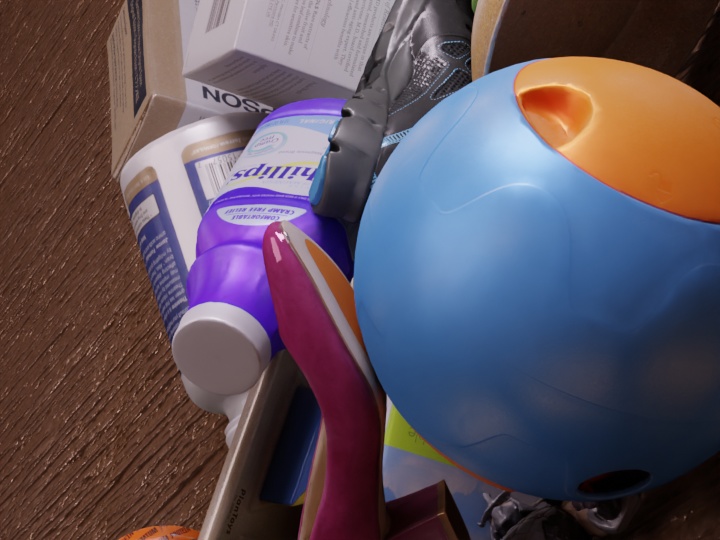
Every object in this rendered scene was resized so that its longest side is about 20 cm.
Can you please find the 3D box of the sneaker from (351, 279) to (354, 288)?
[{"bbox_3d":[0.000,0.000,1.400,0.078,0.099,0.200,-61,5,22],"label":"sneaker"}]

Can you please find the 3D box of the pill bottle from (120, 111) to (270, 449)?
[{"bbox_3d":[-0.064,0.017,1.476,0.111,0.111,0.201,-43,62,54],"label":"pill bottle"}]

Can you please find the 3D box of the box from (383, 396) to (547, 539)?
[{"bbox_3d":[0.046,0.108,1.281,0.048,0.122,0.201,1,74,56],"label":"box"}]

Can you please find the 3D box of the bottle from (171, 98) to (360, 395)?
[{"bbox_3d":[-0.041,-0.014,1.272,0.200,0.083,0.065,-62,-33,-51],"label":"bottle"}]

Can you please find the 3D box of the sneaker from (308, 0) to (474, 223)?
[{"bbox_3d":[0.037,-0.086,1.281,0.073,0.082,0.200,112,180,-49],"label":"sneaker"}]

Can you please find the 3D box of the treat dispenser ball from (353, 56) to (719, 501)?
[{"bbox_3d":[0.097,0.004,1.122,0.201,0.200,0.201,-52,28,43],"label":"treat dispenser ball"}]

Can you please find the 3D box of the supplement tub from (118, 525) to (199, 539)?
[{"bbox_3d":[-0.120,0.263,1.591,0.123,0.122,0.200,-61,22,27],"label":"supplement tub"}]

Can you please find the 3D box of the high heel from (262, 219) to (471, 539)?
[{"bbox_3d":[-0.026,0.075,1.174,0.096,0.200,0.067,-22,25,11],"label":"high heel"}]

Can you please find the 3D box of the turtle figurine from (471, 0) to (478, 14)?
[{"bbox_3d":[0.103,-0.201,1.339,0.200,0.194,0.144,13,126,41],"label":"turtle figurine"}]

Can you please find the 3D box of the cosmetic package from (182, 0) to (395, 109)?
[{"bbox_3d":[0.009,-0.125,1.460,0.108,0.199,0.085,-11,63,67],"label":"cosmetic package"}]

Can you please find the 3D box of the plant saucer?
[{"bbox_3d":[0.115,-0.140,1.226,0.035,0.200,0.201,35,110,30],"label":"plant saucer"}]

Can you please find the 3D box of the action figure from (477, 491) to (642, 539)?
[{"bbox_3d":[0.096,0.156,1.180,0.130,0.069,0.200,-54,30,13],"label":"action figure"}]

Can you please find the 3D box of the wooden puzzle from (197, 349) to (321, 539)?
[{"bbox_3d":[-0.008,0.151,1.305,0.046,0.200,0.186,6,71,41],"label":"wooden puzzle"}]

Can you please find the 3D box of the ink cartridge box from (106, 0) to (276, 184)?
[{"bbox_3d":[-0.061,-0.104,1.627,0.165,0.199,0.075,-102,34,-53],"label":"ink cartridge box"}]
